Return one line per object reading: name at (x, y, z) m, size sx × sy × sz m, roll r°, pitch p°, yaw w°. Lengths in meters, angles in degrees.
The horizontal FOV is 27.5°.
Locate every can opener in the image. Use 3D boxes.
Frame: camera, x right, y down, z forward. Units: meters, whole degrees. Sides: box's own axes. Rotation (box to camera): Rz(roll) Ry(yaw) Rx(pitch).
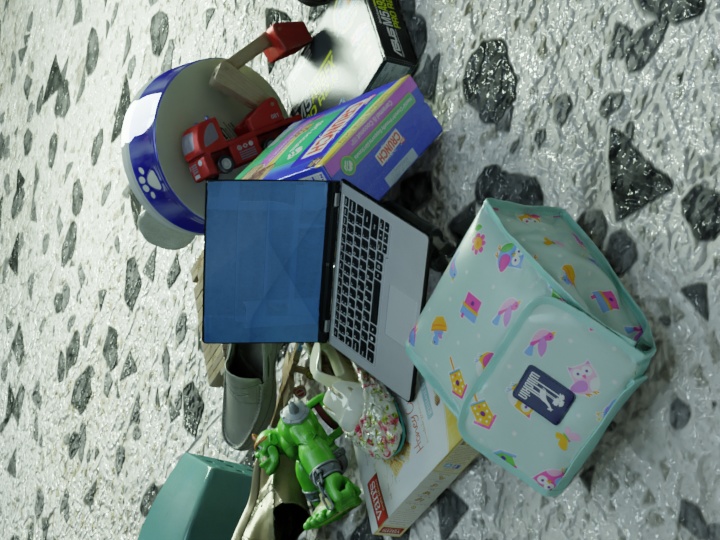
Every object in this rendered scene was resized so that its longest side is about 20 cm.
can opener at (0.080, -0.031, 1.461) m, size 0.067 × 0.053 × 0.200 m, roll -47°, pitch 30°, yaw -10°

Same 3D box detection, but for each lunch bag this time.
lunch bag at (0.147, 0.065, 1.231) m, size 0.171 × 0.121 × 0.201 m, roll -60°, pitch 43°, yaw 28°

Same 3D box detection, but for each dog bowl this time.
dog bowl at (-0.177, -0.145, 1.727) m, size 0.078 × 0.198 × 0.203 m, roll -9°, pitch 74°, yaw 52°

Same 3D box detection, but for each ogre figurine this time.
ogre figurine at (-0.047, 0.198, 1.512) m, size 0.097 × 0.200 × 0.121 m, roll -30°, pitch 79°, yaw 10°

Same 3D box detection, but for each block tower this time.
block tower at (-0.172, 0.060, 1.872) m, size 0.058 × 0.053 × 0.202 m, roll -54°, pitch 38°, yaw 41°

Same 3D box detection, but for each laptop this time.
laptop at (-0.046, 0.021, 1.401) m, size 0.199 × 0.115 × 0.189 m, roll 34°, pitch 132°, yaw 37°

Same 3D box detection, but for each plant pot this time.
plant pot at (-0.178, 0.327, 1.730) m, size 0.141 × 0.140 × 0.202 m, roll 12°, pitch 85°, yaw 61°

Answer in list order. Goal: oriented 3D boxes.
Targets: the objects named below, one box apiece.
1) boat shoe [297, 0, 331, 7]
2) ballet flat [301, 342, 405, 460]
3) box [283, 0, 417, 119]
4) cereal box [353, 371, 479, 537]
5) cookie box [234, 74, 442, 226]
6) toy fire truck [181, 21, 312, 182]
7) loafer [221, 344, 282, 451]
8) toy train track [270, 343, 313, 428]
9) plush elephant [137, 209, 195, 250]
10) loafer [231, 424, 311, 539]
boat shoe at (-0.050, -0.339, 1.710) m, size 0.201 × 0.071 × 0.067 m, roll -86°, pitch 5°, yaw -68°
ballet flat at (-0.015, 0.121, 1.487) m, size 0.076 × 0.063 × 0.200 m, roll -65°, pitch 28°, yaw 21°
box at (-0.016, -0.223, 1.680) m, size 0.200 × 0.044 × 0.161 m, roll -53°, pitch 40°, yaw 41°
cereal box at (0.057, 0.151, 1.447) m, size 0.200 × 0.039 × 0.145 m, roll -53°, pitch 38°, yaw 40°
cookie box at (-0.037, -0.107, 1.535) m, size 0.199 × 0.076 × 0.171 m, roll -14°, pitch 26°, yaw 48°
toy fire truck at (-0.128, -0.195, 1.685) m, size 0.049 × 0.199 × 0.142 m, roll -21°, pitch 93°, yaw 58°
loafer at (-0.128, 0.114, 1.650) m, size 0.069 × 0.070 × 0.202 m, roll 23°, pitch 112°, yaw 29°
toy train track at (-0.058, 0.088, 1.664) m, size 0.115 × 0.032 × 0.202 m, roll -101°, pitch 28°, yaw -71°
plush elephant at (-0.222, -0.117, 1.905) m, size 0.200 × 0.153 × 0.166 m, roll 53°, pitch 127°, yaw 53°
loafer at (-0.083, 0.255, 1.613) m, size 0.067 × 0.076 × 0.202 m, roll -6°, pitch 50°, yaw 29°
